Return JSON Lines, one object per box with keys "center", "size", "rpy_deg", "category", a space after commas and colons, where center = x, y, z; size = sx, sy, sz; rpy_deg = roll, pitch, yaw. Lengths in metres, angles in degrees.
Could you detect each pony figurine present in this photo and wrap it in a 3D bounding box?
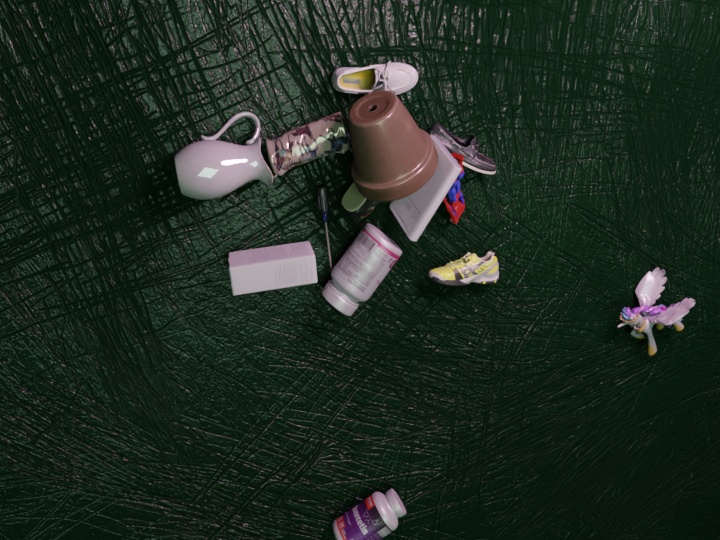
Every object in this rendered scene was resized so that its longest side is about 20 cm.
{"center": [0.807, 0.122, 1.797], "size": [0.193, 0.168, 0.199], "rpy_deg": [-44, 129, 14], "category": "pony figurine"}

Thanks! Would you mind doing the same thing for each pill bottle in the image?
{"center": [0.000, 0.000, 1.569], "size": [0.112, 0.114, 0.201], "rpy_deg": [34, 100, -22], "category": "pill bottle"}
{"center": [0.027, 0.698, 1.830], "size": [0.198, 0.113, 0.113], "rpy_deg": [-35, 114, 1], "category": "pill bottle"}

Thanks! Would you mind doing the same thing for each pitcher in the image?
{"center": [-0.300, -0.248, 1.419], "size": [0.195, 0.121, 0.176], "rpy_deg": [-11, 83, -11], "category": "pitcher"}

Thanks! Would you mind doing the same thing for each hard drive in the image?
{"center": [0.144, -0.187, 1.498], "size": [0.026, 0.133, 0.202], "rpy_deg": [9, 126, -35], "category": "hard drive"}

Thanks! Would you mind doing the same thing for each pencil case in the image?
{"center": [-0.117, -0.277, 1.460], "size": [0.196, 0.078, 0.091], "rpy_deg": [-22, 92, -5], "category": "pencil case"}

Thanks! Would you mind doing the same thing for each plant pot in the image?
{"center": [0.054, -0.280, 1.405], "size": [0.197, 0.202, 0.176], "rpy_deg": [-28, 134, -1], "category": "plant pot"}

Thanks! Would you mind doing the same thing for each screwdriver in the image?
{"center": [-0.085, -0.101, 1.561], "size": [0.028, 0.028, 0.205], "rpy_deg": [6, 112, 18], "category": "screwdriver"}

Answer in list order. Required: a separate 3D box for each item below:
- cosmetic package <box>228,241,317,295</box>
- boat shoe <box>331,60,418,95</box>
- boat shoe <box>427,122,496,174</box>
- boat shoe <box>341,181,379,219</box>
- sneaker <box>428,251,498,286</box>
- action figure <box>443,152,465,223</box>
{"center": [-0.205, -0.007, 1.526], "size": [0.195, 0.102, 0.073], "rpy_deg": [-8, 113, -9], "category": "cosmetic package"}
{"center": [0.038, -0.419, 1.440], "size": [0.197, 0.086, 0.076], "rpy_deg": [-2, 111, -12], "category": "boat shoe"}
{"center": [0.244, -0.290, 1.543], "size": [0.196, 0.075, 0.067], "rpy_deg": [23, 116, -10], "category": "boat shoe"}
{"center": [0.038, -0.208, 1.534], "size": [0.202, 0.073, 0.063], "rpy_deg": [-49, 149, -3], "category": "boat shoe"}
{"center": [0.258, -0.006, 1.657], "size": [0.195, 0.075, 0.078], "rpy_deg": [-5, 104, -22], "category": "sneaker"}
{"center": [0.220, -0.184, 1.558], "size": [0.066, 0.051, 0.202], "rpy_deg": [-54, 149, -30], "category": "action figure"}
